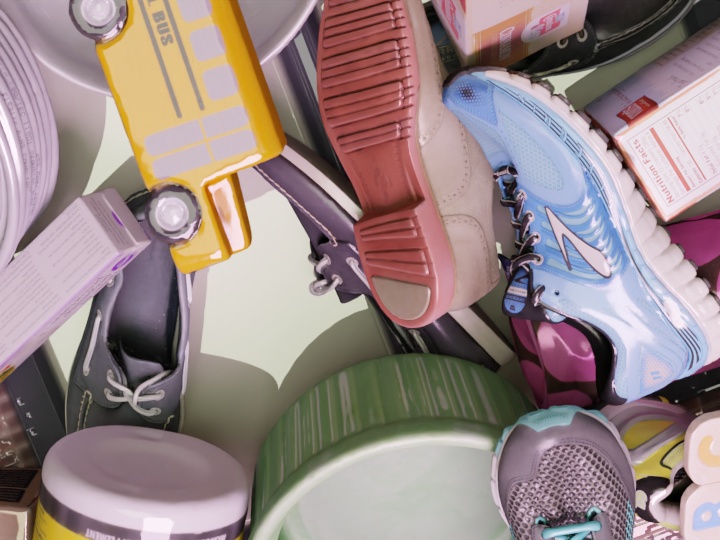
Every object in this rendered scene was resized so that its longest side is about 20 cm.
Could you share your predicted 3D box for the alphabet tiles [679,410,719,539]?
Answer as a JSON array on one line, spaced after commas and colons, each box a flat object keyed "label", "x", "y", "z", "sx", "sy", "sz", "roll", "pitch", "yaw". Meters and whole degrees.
[{"label": "alphabet tiles", "x": 0.261, "y": 0.114, "z": 0.925, "sx": 0.193, "sy": 0.015, "sz": 0.202, "roll": -9, "pitch": 119, "yaw": -12}]

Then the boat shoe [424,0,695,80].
[{"label": "boat shoe", "x": 0.095, "y": -0.134, "z": 0.965, "sx": 0.198, "sy": 0.057, "sz": 0.069, "roll": -18, "pitch": 99, "yaw": 5}]

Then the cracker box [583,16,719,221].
[{"label": "cracker box", "x": 0.221, "y": -0.111, "z": 0.927, "sx": 0.199, "sy": 0.134, "sz": 0.058, "roll": -33, "pitch": 99, "yaw": 7}]

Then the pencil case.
[{"label": "pencil case", "x": 0.180, "y": 0.008, "z": 0.976, "sx": 0.198, "sy": 0.094, "sz": 0.091, "roll": -14, "pitch": 125, "yaw": 1}]

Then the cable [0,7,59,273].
[{"label": "cable", "x": -0.258, "y": -0.079, "z": 0.945, "sx": 0.198, "sy": 0.069, "sz": 0.201, "roll": -16, "pitch": 111, "yaw": 31}]

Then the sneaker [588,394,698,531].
[{"label": "sneaker", "x": 0.212, "y": 0.119, "z": 0.973, "sx": 0.198, "sy": 0.077, "sz": 0.076, "roll": 2, "pitch": 119, "yaw": -24}]

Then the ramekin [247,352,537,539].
[{"label": "ramekin", "x": 0.030, "y": 0.144, "z": 0.969, "sx": 0.197, "sy": 0.098, "sz": 0.202, "roll": -3, "pitch": 121, "yaw": -5}]

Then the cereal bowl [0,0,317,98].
[{"label": "cereal bowl", "x": -0.107, "y": -0.194, "z": 0.946, "sx": 0.197, "sy": 0.083, "sz": 0.203, "roll": 0, "pitch": 101, "yaw": 2}]

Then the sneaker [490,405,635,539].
[{"label": "sneaker", "x": 0.115, "y": 0.160, "z": 0.878, "sx": 0.077, "sy": 0.092, "sz": 0.202, "roll": -14, "pitch": 122, "yaw": 0}]

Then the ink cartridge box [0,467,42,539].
[{"label": "ink cartridge box", "x": -0.263, "y": 0.221, "z": 1.031, "sx": 0.163, "sy": 0.075, "sz": 0.203, "roll": 1, "pitch": 100, "yaw": 2}]

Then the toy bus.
[{"label": "toy bus", "x": -0.093, "y": -0.105, "z": 0.889, "sx": 0.077, "sy": 0.065, "sz": 0.202, "roll": -19, "pitch": 99, "yaw": 3}]

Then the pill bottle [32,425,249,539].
[{"label": "pill bottle", "x": -0.130, "y": 0.198, "z": 0.958, "sx": 0.113, "sy": 0.114, "sz": 0.202, "roll": 10, "pitch": 105, "yaw": 0}]

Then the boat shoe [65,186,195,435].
[{"label": "boat shoe", "x": -0.133, "y": 0.052, "z": 1.002, "sx": 0.072, "sy": 0.062, "sz": 0.202, "roll": 13, "pitch": 100, "yaw": 0}]

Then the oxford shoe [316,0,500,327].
[{"label": "oxford shoe", "x": 0.029, "y": -0.075, "z": 0.929, "sx": 0.073, "sy": 0.070, "sz": 0.203, "roll": -16, "pitch": 100, "yaw": -42}]

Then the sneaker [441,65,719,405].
[{"label": "sneaker", "x": 0.101, "y": -0.016, "z": 0.886, "sx": 0.090, "sy": 0.078, "sz": 0.201, "roll": -37, "pitch": 94, "yaw": -2}]

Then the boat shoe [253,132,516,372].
[{"label": "boat shoe", "x": 0.000, "y": 0.000, "z": 0.985, "sx": 0.200, "sy": 0.073, "sz": 0.063, "roll": 43, "pitch": 98, "yaw": -12}]

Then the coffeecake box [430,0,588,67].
[{"label": "coffeecake box", "x": 0.042, "y": -0.215, "z": 0.872, "sx": 0.072, "sy": 0.154, "sz": 0.202, "roll": -25, "pitch": 80, "yaw": -1}]

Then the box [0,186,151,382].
[{"label": "box", "x": -0.199, "y": 0.031, "z": 0.981, "sx": 0.200, "sy": 0.039, "sz": 0.042, "roll": -41, "pitch": 83, "yaw": 25}]
